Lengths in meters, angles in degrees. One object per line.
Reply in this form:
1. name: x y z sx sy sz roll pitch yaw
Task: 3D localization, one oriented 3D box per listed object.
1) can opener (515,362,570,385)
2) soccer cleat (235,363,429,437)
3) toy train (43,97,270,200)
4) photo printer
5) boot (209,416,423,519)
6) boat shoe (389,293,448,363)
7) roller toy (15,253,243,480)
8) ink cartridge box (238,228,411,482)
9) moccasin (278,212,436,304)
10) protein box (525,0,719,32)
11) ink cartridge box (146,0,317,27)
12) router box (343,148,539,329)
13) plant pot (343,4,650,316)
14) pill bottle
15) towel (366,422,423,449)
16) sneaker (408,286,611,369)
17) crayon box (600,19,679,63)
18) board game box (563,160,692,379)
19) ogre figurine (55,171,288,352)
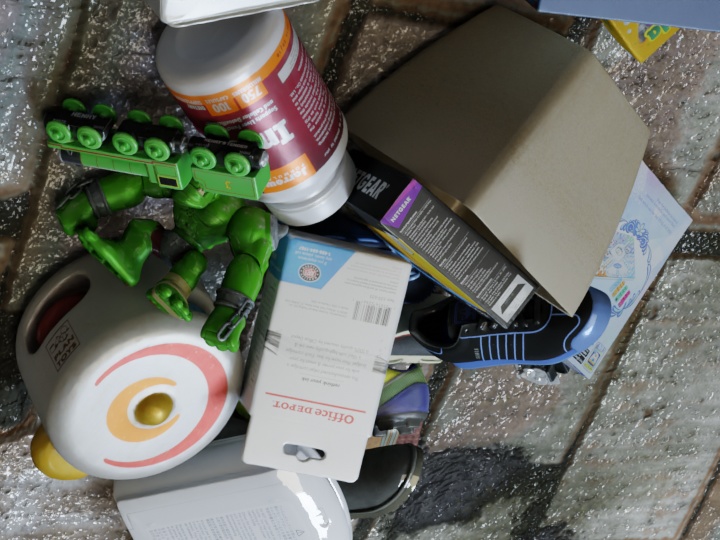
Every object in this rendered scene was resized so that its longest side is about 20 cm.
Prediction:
1. can opener: 0.168 0.051 1.788 0.067 0.052 0.201 -60 144 -26
2. soccer cleat: -0.028 0.120 1.716 0.198 0.085 0.065 2 162 -15
3. toy train: -0.163 -0.095 1.385 0.057 0.198 0.042 81 27 -44
4. photo printer: -0.111 0.232 1.622 0.198 0.070 0.167 -13 125 14
5. boot: -0.064 0.178 1.668 0.199 0.073 0.181 32 138 -26
6. boat shoe: 0.013 0.065 1.686 0.198 0.071 0.063 -4 130 -34
7. roller toy: -0.203 0.085 1.516 0.198 0.140 0.184 -16 132 -19
8. ink cartridge box: -0.038 0.074 1.522 0.115 0.067 0.202 12 97 -16
9. moccasin: 0.000 0.000 1.620 0.199 0.068 0.081 18 115 -40
10. protein box: 0.234 -0.312 1.405 0.198 0.135 0.200 4 113 -16
11. ink cartridge box: -0.099 -0.300 1.304 0.144 0.084 0.201 -13 130 -22
12. router box: 0.057 -0.031 1.506 0.149 0.200 0.051 40 89 -18
13. plant pot: 0.137 -0.113 1.535 0.177 0.200 0.200 -51 135 -2
14. pill bottle: -0.078 -0.131 1.434 0.113 0.113 0.200 -35 135 -1
15. towel: -0.028 0.200 1.802 0.198 0.022 0.148 -9 130 -26
16. sneaker: 0.134 0.048 1.603 0.199 0.071 0.078 -17 149 40
17. crayon box: 0.260 -0.278 1.564 0.126 0.052 0.200 -43 136 6
18. board game box: 0.224 -0.022 1.720 0.200 0.043 0.200 -55 135 -5
19. ogre figurine: -0.150 -0.031 1.440 0.120 0.199 0.098 -49 140 -15
